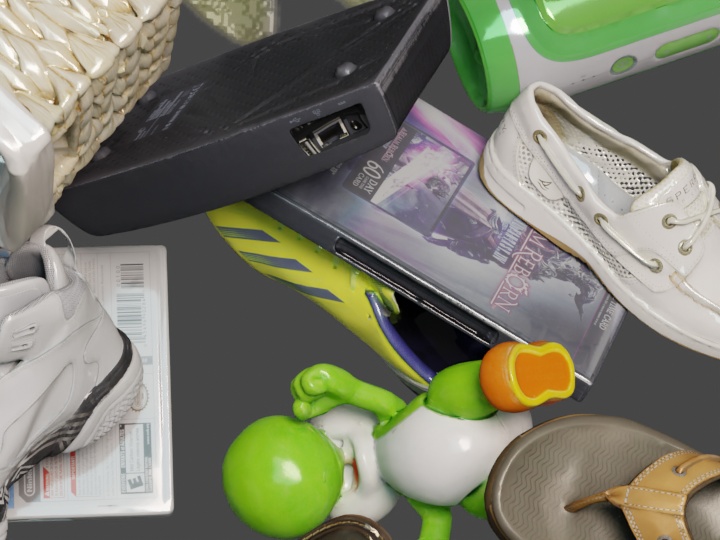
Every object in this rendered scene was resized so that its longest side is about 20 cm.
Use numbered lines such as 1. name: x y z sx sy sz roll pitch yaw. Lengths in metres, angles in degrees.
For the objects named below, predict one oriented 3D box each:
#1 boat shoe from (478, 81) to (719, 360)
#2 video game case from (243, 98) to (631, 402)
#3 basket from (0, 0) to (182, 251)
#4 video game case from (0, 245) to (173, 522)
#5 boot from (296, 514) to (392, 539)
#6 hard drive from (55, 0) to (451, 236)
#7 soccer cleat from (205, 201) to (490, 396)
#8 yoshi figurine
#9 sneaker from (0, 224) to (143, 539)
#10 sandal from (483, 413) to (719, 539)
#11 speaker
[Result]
1. boat shoe: 0.154 -0.025 1.329 0.199 0.069 0.071 34 46 8
2. video game case: 0.051 -0.025 1.340 0.199 0.019 0.143 30 37 3
3. basket: -0.189 -0.131 1.191 0.200 0.136 0.123 43 72 5
4. video game case: -0.198 0.060 1.339 0.198 0.018 0.144 -1 77 -6
5. boot: -0.053 0.209 1.232 0.075 0.097 0.200 36 108 5
6. hard drive: -0.052 -0.079 1.298 0.199 0.135 0.042 -17 113 28
7. soccer cleat: 0.001 0.000 1.337 0.200 0.084 0.065 39 80 5
8. yoshi figurine: 0.011 0.095 1.263 0.112 0.199 0.113 38 52 -37
9. sneaker: -0.195 0.067 1.251 0.075 0.115 0.200 25 56 36
10. sandal: 0.155 0.120 1.158 0.199 0.055 0.082 25 71 -1
11. speaker: 0.147 -0.150 1.387 0.199 0.088 0.089 -19 79 -9
